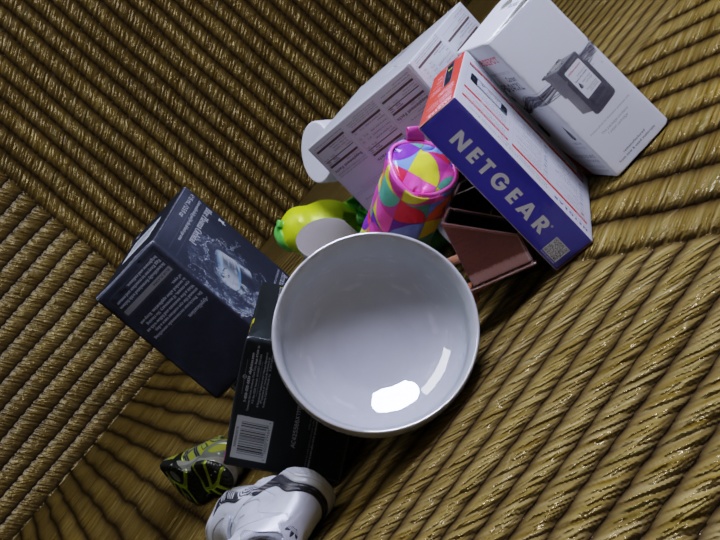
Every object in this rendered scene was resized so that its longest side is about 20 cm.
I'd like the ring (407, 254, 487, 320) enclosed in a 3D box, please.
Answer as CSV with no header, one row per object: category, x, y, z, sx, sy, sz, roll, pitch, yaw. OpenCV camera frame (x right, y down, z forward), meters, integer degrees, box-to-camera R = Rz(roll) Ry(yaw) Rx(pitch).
ring,0.096,0.017,1.272,0.200,0.019,0.200,-25,10,4

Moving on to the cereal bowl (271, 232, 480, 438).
cereal bowl,0.013,0.068,1.139,0.200,0.200,0.083,-51,-9,-15

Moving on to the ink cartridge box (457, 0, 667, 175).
ink cartridge box,0.210,-0.199,1.253,0.083,0.200,0.145,-47,10,-1

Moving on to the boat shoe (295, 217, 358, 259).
boat shoe,0.000,0.000,1.498,0.075,0.093,0.200,-44,39,-17

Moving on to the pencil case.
pencil case,0.049,-0.066,1.289,0.088,0.088,0.200,-55,-7,-34

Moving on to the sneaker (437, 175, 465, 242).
sneaker,0.158,-0.103,1.461,0.105,0.075,0.200,-48,5,32

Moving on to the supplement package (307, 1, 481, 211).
supplement package,0.063,-0.190,1.380,0.200,0.111,0.156,-33,15,46

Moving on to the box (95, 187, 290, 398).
box,-0.205,0.024,1.503,0.117,0.200,0.197,-43,15,20

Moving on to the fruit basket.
fruit basket,-0.010,-0.039,1.624,0.215,0.156,0.216,-25,1,0

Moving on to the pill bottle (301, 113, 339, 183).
pill bottle,0.026,-0.168,1.578,0.200,0.111,0.111,-10,-12,-30

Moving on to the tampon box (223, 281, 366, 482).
tampon box,-0.069,0.118,1.290,0.200,0.126,0.150,-92,13,-75

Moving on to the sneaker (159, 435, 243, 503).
sneaker,-0.212,0.275,1.641,0.200,0.075,0.076,-16,25,53

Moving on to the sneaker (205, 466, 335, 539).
sneaker,-0.115,0.275,1.186,0.200,0.075,0.115,-34,14,43

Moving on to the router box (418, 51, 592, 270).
router box,0.151,-0.118,1.192,0.049,0.200,0.180,-41,12,23

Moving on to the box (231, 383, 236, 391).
box,-0.078,0.100,1.576,0.200,0.115,0.132,-52,10,-17

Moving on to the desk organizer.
desk organizer,0.140,-0.052,1.234,0.072,0.077,0.200,-25,10,16

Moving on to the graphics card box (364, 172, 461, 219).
graphics card box,0.100,-0.131,1.483,0.200,0.051,0.125,-49,6,-21
